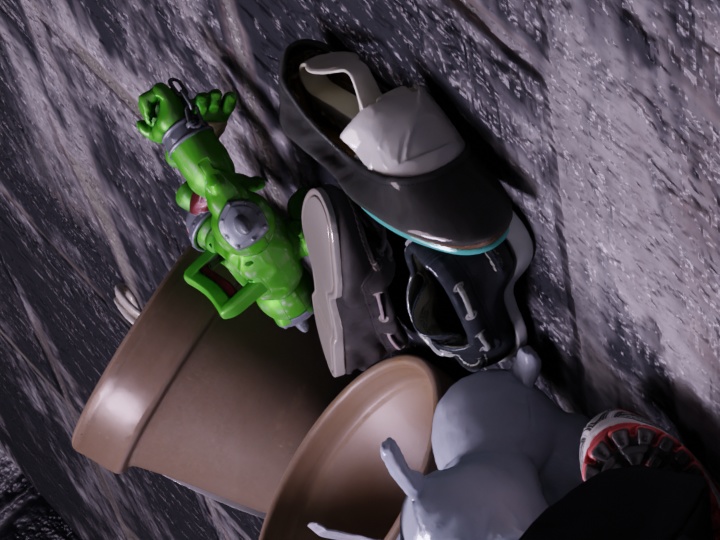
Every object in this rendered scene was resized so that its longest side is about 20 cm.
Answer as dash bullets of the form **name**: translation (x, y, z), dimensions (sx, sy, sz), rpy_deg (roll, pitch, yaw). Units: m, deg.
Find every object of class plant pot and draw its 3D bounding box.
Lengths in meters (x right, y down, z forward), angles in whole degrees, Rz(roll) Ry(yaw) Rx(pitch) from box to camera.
- **plant pot**: translation (-0.081, 0.088, 1.990), dimensions (0.175, 0.200, 0.200), rpy_deg (33, 164, 1)
- **plant pot**: translation (0.023, 0.163, 1.840), dimensions (0.093, 0.201, 0.201), rpy_deg (31, 173, -21)

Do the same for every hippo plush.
- **hippo plush**: translation (0.067, 0.142, 1.617), dimensions (0.200, 0.161, 0.159), rpy_deg (31, 127, -13)

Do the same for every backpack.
- **backpack**: translation (0.121, 0.219, 1.451), dimensions (0.154, 0.163, 0.200), rpy_deg (7, 135, 40)

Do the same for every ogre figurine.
- **ogre figurine**: translation (-0.079, -0.032, 1.827), dimensions (0.120, 0.098, 0.200), rpy_deg (56, 159, 32)

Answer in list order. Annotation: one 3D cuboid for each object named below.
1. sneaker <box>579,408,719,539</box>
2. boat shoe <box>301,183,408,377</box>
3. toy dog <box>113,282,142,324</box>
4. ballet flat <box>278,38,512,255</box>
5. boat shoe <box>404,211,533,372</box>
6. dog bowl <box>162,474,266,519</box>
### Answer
- **sneaker**: translation (0.188, 0.152, 1.528), dimensions (0.200, 0.078, 0.082), rpy_deg (56, -175, -16)
- **boat shoe**: translation (0.000, 0.000, 1.767), dimensions (0.200, 0.057, 0.067), rpy_deg (88, 162, -60)
- **toy dog**: translation (-0.111, 0.048, 2.178), dimensions (0.132, 0.096, 0.200), rpy_deg (48, 180, -16)
- **ballet flat**: translation (0.009, -0.073, 1.523), dimensions (0.200, 0.068, 0.068), rpy_deg (35, 147, 48)
- **boat shoe**: translation (0.053, 0.014, 1.597), dimensions (0.076, 0.060, 0.200), rpy_deg (45, 164, 22)
- **dog bowl**: translation (-0.110, 0.137, 2.235), dimensions (0.200, 0.059, 0.200), rpy_deg (23, -176, -2)
